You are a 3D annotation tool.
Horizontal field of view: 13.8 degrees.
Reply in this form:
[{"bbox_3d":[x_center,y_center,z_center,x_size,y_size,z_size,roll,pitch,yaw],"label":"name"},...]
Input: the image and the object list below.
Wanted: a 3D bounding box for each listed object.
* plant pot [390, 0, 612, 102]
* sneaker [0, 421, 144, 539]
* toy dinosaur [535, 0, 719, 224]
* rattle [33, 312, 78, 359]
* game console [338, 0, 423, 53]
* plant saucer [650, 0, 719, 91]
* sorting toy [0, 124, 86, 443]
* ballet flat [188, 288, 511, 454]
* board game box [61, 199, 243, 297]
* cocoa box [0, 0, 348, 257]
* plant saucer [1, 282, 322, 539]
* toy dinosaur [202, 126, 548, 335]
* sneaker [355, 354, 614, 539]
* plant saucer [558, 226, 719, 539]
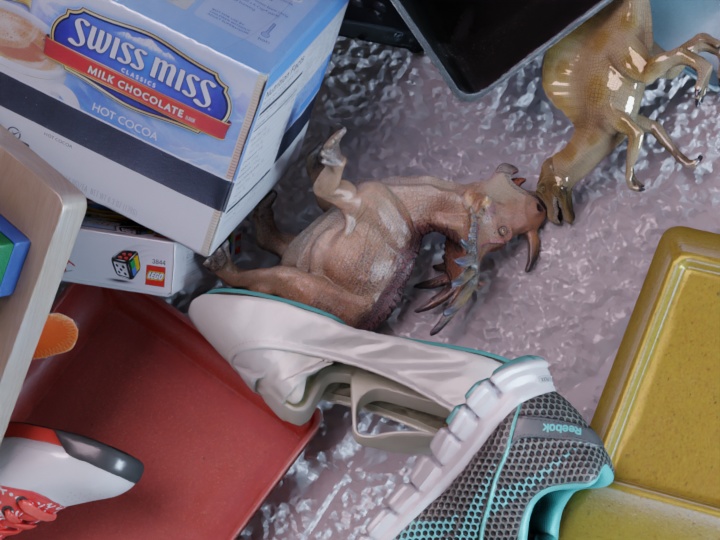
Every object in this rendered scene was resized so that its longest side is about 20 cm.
[{"bbox_3d":[0.060,-0.253,1.647,0.200,0.200,0.177,-37,44,2],"label":"plant pot"},{"bbox_3d":[-0.220,0.141,1.681,0.201,0.067,0.108,5,73,26],"label":"sneaker"},{"bbox_3d":[0.153,-0.119,1.663,0.101,0.058,0.200,16,90,19],"label":"toy dinosaur"},{"bbox_3d":[-0.270,0.055,1.746,0.200,0.130,0.143,28,73,35],"label":"rattle"},{"bbox_3d":[-0.001,-0.240,1.785,0.116,0.176,0.200,-53,52,27],"label":"game console"},{"bbox_3d":[0.145,-0.178,1.717,0.200,0.019,0.070,33,82,18],"label":"plant saucer"},{"bbox_3d":[-0.265,-0.003,1.628,0.199,0.070,0.200,38,118,32],"label":"sorting toy"},{"bbox_3d":[-0.008,0.061,1.643,0.200,0.069,0.070,14,71,10],"label":"ballet flat"},{"bbox_3d":[-0.181,-0.025,1.730,0.200,0.126,0.035,9,102,14],"label":"board game box"},{"bbox_3d":[-0.129,-0.128,1.665,0.200,0.131,0.133,26,36,8],"label":"cocoa box"},{"bbox_3d":[-0.142,0.120,1.716,0.200,0.037,0.200,33,82,31],"label":"plant saucer"},{"bbox_3d":[0.000,0.000,1.691,0.136,0.086,0.200,45,110,-4],"label":"toy dinosaur"},{"bbox_3d":[0.058,0.145,1.574,0.091,0.078,0.200,42,111,21],"label":"sneaker"},{"bbox_3d":[0.213,0.073,1.576,0.200,0.048,0.200,13,72,29],"label":"plant saucer"}]
